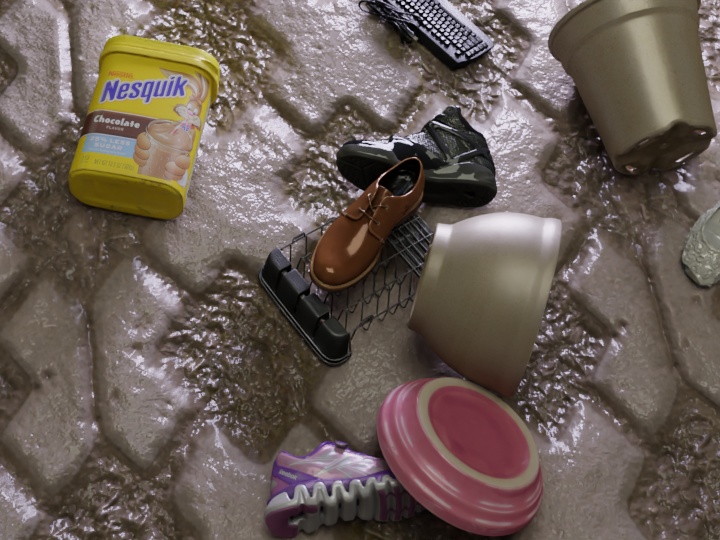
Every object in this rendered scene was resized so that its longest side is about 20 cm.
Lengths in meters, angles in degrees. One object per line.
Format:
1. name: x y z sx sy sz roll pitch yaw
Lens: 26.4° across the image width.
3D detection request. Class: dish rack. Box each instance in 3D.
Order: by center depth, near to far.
1. dish rack: 0.000 0.000 1.769 0.199 0.055 0.154 -30 67 -25

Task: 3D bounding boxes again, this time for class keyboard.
1. keyboard: 0.078 -0.341 2.003 0.104 0.040 0.200 -36 68 -27

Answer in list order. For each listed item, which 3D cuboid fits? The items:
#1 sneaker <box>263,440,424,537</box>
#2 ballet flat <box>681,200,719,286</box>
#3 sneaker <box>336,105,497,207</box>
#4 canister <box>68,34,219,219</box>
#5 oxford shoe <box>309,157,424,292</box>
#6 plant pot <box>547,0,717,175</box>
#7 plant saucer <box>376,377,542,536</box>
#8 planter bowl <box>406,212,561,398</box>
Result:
1. sneaker: -0.009 0.217 1.616 0.197 0.081 0.089 -6 51 -10
2. ballet flat: 0.454 -0.068 1.862 0.071 0.072 0.200 33 60 14
3. sneaker: 0.067 -0.145 1.857 0.197 0.077 0.115 6 55 -7
4. canister: -0.257 -0.170 1.825 0.147 0.087 0.202 10 58 0
5. oxford shoe: 0.007 -0.058 1.735 0.071 0.072 0.201 32 58 10
6. plant pot: 0.351 -0.228 1.891 0.198 0.201 0.186 -10 70 -13
7. plant saucer: 0.113 0.185 1.613 0.199 0.051 0.202 24 34 -17
8. planter bowl: 0.128 0.023 1.676 0.133 0.201 0.202 17 57 0
